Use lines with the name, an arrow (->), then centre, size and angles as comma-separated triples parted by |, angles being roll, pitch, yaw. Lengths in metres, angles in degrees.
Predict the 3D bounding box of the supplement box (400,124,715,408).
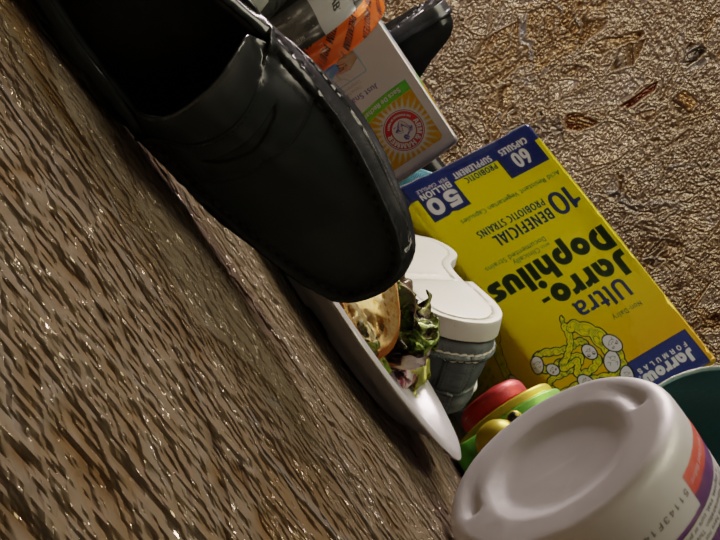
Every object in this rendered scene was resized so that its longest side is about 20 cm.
supplement box -> 0.111, 0.027, 1.107 | 0.200, 0.109, 0.110 | 53, -26, 18

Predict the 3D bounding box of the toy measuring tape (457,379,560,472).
toy measuring tape -> 0.100, 0.104, 1.002 | 0.074, 0.074, 0.200 | 58, 5, 17

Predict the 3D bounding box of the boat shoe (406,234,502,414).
boat shoe -> 0.026, 0.022, 0.994 | 0.200, 0.073, 0.062 | -130, -133, -67

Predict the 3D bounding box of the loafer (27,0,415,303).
loafer -> -0.053, -0.061, 0.586 | 0.201, 0.068, 0.070 | 49, 14, -19

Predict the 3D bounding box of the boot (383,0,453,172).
boot -> 0.050, -0.084, 1.289 | 0.200, 0.165, 0.066 | 56, 33, -10

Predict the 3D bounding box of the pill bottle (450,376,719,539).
pill bottle -> 0.135, 0.154, 0.752 | 0.200, 0.111, 0.111 | 54, 5, -21

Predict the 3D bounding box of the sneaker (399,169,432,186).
sneaker -> 0.072, 0.026, 1.243 | 0.200, 0.080, 0.131 | 49, -21, 19

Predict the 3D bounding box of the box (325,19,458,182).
box -> -0.031, -0.146, 1.171 | 0.200, 0.101, 0.112 | 56, 5, -8

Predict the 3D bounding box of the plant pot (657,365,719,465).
plant pot -> 0.200, 0.173, 1.024 | 0.200, 0.200, 0.135 | 57, -29, 8

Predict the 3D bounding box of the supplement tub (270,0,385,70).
supplement tub -> -0.077, -0.213, 1.026 | 0.200, 0.122, 0.123 | 54, 5, -23

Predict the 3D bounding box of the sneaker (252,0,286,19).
sneaker -> -0.096, -0.156, 0.829 | 0.076, 0.075, 0.200 | 44, 0, -35

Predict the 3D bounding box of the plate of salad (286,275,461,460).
plate of salad -> 0.000, 0.000, 0.816 | 0.200, 0.048, 0.200 | 55, 4, -6
